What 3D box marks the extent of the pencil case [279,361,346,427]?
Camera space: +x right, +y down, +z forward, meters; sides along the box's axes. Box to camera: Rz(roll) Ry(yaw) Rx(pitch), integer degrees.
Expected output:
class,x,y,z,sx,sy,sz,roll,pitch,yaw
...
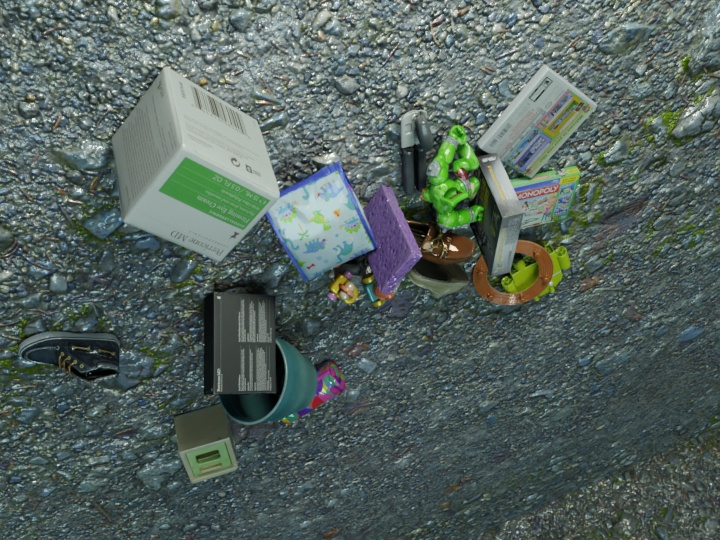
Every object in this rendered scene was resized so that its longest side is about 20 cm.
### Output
class,x,y,z,sx,sy,sz,roll,pitch,yaw
pencil case,-0.132,0.312,1.870,0.197,0.090,0.089,-33,140,8

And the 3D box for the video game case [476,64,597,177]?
class,x,y,z,sx,sy,sz,roll,pitch,yaw
video game case,0.356,-0.294,1.493,0.179,0.022,0.201,18,124,-39

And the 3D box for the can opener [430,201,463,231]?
class,x,y,z,sx,sy,sz,roll,pitch,yaw
can opener,0.179,-0.089,1.597,0.076,0.064,0.203,-7,137,-15

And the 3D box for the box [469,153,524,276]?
class,x,y,z,sx,sy,sz,roll,pitch,yaw
box,0.275,-0.112,1.530,0.047,0.162,0.202,-12,146,-6

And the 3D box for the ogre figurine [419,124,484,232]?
class,x,y,z,sx,sy,sz,roll,pitch,yaw
ogre figurine,0.182,-0.167,1.449,0.119,0.097,0.204,-38,144,-32

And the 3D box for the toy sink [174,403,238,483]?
class,x,y,z,sx,sy,sz,roll,pitch,yaw
toy sink,-0.384,0.452,1.875,0.127,0.114,0.203,-13,139,-11

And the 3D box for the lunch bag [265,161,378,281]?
class,x,y,z,sx,sy,sz,roll,pitch,yaw
lunch bag,-0.079,-0.102,1.408,0.167,0.129,0.201,-26,144,4

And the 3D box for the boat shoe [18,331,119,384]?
class,x,y,z,sx,sy,sz,roll,pitch,yaw
boat shoe,-0.586,0.179,1.497,0.195,0.092,0.072,-2,136,-24

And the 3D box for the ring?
class,x,y,z,sx,sy,sz,roll,pitch,yaw
ring,0.368,0.011,1.784,0.194,0.020,0.204,1,130,1

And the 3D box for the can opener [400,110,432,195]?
class,x,y,z,sx,sy,sz,roll,pitch,yaw
can opener,0.108,-0.217,1.421,0.052,0.068,0.203,-15,139,-8

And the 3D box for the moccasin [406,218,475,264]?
class,x,y,z,sx,sy,sz,roll,pitch,yaw
moccasin,0.143,-0.068,1.538,0.196,0.075,0.078,20,157,14

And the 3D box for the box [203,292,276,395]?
class,x,y,z,sx,sy,sz,roll,pitch,yaw
box,-0.252,0.155,1.545,0.138,0.207,0.078,5,168,-31

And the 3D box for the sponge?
class,x,y,z,sx,sy,sz,roll,pitch,yaw
sponge,0.051,-0.062,1.457,0.029,0.203,0.112,15,128,-34

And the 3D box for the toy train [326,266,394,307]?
class,x,y,z,sx,sy,sz,roll,pitch,yaw
toy train,0.000,0.000,1.543,0.195,0.055,0.155,12,95,-22

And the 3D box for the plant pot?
class,x,y,z,sx,sy,sz,roll,pitch,yaw
plant pot,-0.197,0.252,1.698,0.198,0.203,0.187,-37,152,17

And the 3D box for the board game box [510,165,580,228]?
class,x,y,z,sx,sy,sz,roll,pitch,yaw
board game box,0.385,-0.155,1.653,0.194,0.030,0.137,-13,140,-13

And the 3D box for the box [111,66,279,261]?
class,x,y,z,sx,sy,sz,roll,pitch,yaw
box,-0.268,-0.166,1.191,0.171,0.203,0.197,-41,138,24

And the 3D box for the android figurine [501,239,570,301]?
class,x,y,z,sx,sy,sz,roll,pitch,yaw
android figurine,0.439,0.008,1.849,0.179,0.042,0.201,-28,138,5

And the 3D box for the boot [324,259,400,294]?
class,x,y,z,sx,sy,sz,roll,pitch,yaw
boot,0.016,-0.009,1.615,0.196,0.074,0.097,12,116,-38

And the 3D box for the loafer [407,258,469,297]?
class,x,y,z,sx,sy,sz,roll,pitch,yaw
loafer,0.173,0.025,1.698,0.197,0.077,0.069,10,131,-44
